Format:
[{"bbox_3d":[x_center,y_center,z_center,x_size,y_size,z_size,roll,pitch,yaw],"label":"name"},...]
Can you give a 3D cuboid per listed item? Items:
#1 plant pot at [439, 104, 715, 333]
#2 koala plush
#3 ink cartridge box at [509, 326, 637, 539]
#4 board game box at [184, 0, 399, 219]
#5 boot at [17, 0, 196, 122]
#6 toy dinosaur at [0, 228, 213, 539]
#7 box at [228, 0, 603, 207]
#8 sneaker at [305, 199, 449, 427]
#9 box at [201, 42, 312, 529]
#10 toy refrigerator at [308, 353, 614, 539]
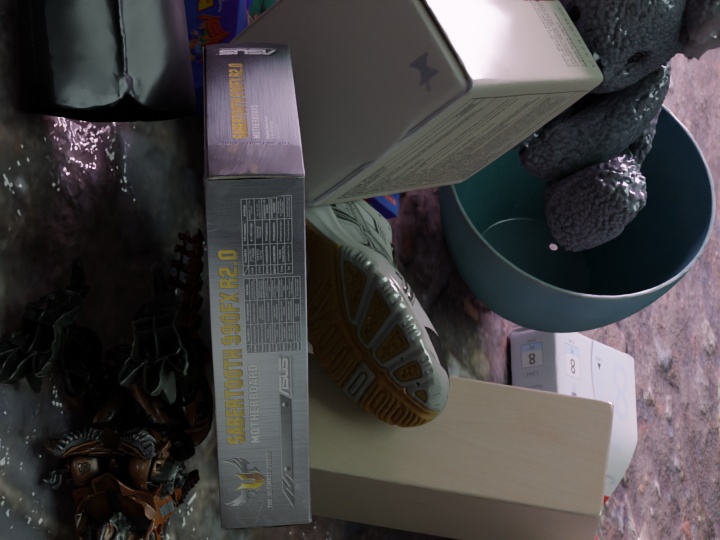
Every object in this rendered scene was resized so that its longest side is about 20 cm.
[{"bbox_3d":[0.144,-0.033,1.266,0.135,0.199,0.201,111,-7,-56],"label":"plant pot"},{"bbox_3d":[0.159,-0.156,1.141,0.177,0.200,0.184,35,54,5],"label":"koala plush"},{"bbox_3d":[0.178,0.155,1.386,0.160,0.047,0.201,23,61,-57],"label":"ink cartridge box"},{"bbox_3d":[-0.038,-0.130,1.090,0.200,0.045,0.135,37,52,-51],"label":"board game box"},{"bbox_3d":[-0.103,-0.179,0.913,0.164,0.066,0.201,-2,82,-23],"label":"boot"},{"bbox_3d":[-0.118,0.067,0.880,0.136,0.102,0.201,67,10,-51],"label":"toy dinosaur"},{"bbox_3d":[0.036,-0.121,1.016,0.109,0.128,0.200,60,28,9],"label":"box"},{"bbox_3d":[0.000,0.000,1.004,0.087,0.076,0.200,-12,59,-51],"label":"sneaker"},{"bbox_3d":[-0.054,0.006,0.880,0.159,0.048,0.201,-99,-173,-60],"label":"box"},{"bbox_3d":[0.043,0.110,1.010,0.070,0.199,0.076,89,11,-56],"label":"toy refrigerator"}]
